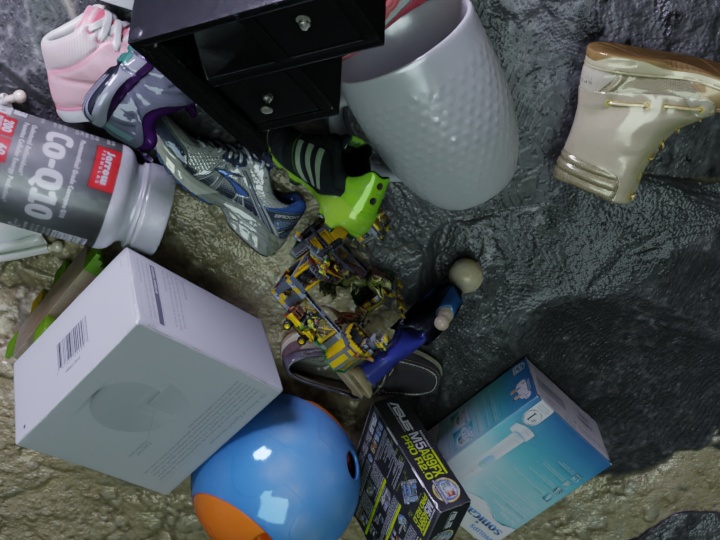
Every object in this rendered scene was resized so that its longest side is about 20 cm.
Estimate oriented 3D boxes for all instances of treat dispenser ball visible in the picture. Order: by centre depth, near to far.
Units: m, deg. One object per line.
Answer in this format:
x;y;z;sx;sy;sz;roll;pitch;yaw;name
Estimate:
-0.099;0.246;1.107;0.200;0.201;0.201;0;118;0;treat dispenser ball

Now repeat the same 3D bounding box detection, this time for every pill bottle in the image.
-0.299;-0.088;0.964;0.200;0.114;0.114;16;118;-21;pill bottle

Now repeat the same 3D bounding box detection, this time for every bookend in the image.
-0.053;-0.197;0.794;0.198;0.092;0.200;-7;156;23;bookend

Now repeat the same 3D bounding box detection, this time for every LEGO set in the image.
0.000;0.000;0.987;0.116;0.200;0.154;-36;96;26;LEGO set

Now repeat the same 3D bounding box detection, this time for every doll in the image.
0.066;0.061;1.046;0.200;0.136;0.048;-42;94;-16;doll

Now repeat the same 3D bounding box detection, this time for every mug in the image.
0.057;-0.150;0.938;0.200;0.148;0.176;-10;126;34;mug

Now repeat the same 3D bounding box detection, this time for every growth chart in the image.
-0.398;-0.094;1.025;0.144;0.018;0.200;-6;118;2;growth chart

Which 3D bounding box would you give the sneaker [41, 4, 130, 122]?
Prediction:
-0.221;-0.213;0.928;0.200;0.075;0.105;-7;123;8;sneaker

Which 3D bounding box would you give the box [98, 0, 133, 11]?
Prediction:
-0.143;-0.302;0.905;0.199;0.036;0.145;17;117;-8;box

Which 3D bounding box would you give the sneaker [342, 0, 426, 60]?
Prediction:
0.026;-0.260;0.901;0.200;0.087;0.074;-35;79;22;sneaker

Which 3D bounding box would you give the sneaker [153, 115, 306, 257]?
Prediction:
-0.138;-0.108;0.997;0.085;0.077;0.200;-43;118;10;sneaker

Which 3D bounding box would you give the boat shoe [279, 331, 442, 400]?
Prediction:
0.001;0.123;1.117;0.199;0.065;0.072;14;116;-8;boat shoe

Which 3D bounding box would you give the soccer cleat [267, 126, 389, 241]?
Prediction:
-0.031;-0.107;0.931;0.067;0.200;0.081;18;112;-39;soccer cleat

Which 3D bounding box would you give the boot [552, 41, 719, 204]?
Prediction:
0.312;-0.142;0.971;0.199;0.073;0.156;10;117;-4;boot

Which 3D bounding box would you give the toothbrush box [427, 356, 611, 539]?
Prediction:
0.182;0.229;1.164;0.146;0.085;0.200;41;110;-20;toothbrush box

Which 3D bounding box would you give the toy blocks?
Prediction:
-0.297;0.065;1.080;0.137;0.100;0.200;31;115;-29;toy blocks

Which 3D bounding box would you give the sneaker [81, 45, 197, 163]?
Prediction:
-0.169;-0.199;0.883;0.088;0.074;0.200;41;89;-25;sneaker

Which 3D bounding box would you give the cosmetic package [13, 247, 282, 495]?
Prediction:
-0.230;0.115;1.013;0.199;0.123;0.200;-42;131;17;cosmetic package

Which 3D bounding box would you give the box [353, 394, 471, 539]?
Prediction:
0.049;0.272;1.122;0.044;0.160;0.200;-13;139;-27;box
